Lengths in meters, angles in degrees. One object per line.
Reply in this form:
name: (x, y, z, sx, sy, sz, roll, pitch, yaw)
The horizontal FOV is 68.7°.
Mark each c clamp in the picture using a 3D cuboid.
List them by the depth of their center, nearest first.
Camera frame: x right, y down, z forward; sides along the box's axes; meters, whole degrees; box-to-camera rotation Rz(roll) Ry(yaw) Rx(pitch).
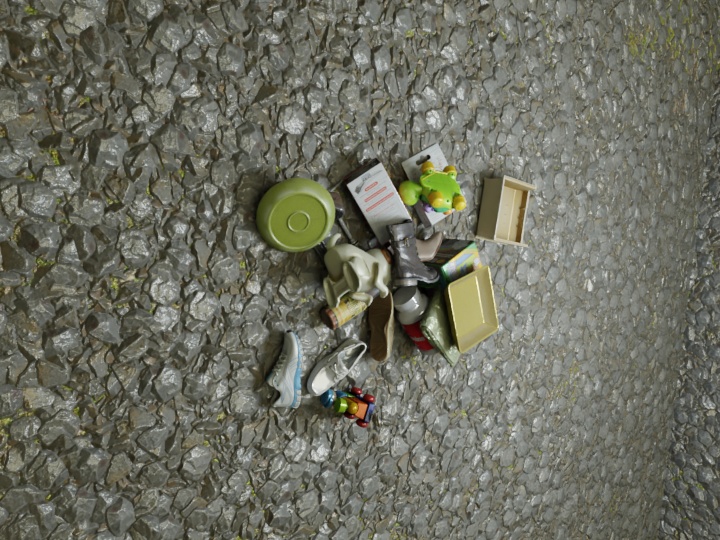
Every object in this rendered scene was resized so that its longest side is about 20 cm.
c clamp: (-0.064, -0.112, 1.403, 0.170, 0.027, 0.203, -37, 115, -26)

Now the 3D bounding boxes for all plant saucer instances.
plant saucer: (-0.153, -0.124, 1.279, 0.195, 0.031, 0.204, -10, 125, -14)
plant saucer: (0.312, 0.107, 1.516, 0.197, 0.048, 0.205, -21, 104, -38)

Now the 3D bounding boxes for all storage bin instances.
storage bin: (0.488, -0.190, 1.740, 0.195, 0.093, 0.205, 8, 91, -35)

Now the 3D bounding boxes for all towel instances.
towel: (0.248, 0.166, 1.517, 0.201, 0.036, 0.150, 49, 55, -30)

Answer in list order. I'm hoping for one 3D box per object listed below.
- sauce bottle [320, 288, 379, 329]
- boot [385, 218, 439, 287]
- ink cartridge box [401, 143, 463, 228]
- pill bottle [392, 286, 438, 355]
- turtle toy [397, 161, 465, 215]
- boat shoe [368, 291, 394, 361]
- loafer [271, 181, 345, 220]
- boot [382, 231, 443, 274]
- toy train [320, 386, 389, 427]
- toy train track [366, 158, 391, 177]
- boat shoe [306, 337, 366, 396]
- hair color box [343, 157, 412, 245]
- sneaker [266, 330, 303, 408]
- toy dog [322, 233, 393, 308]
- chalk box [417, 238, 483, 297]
sauce bottle: (-0.016, 0.086, 1.438, 0.198, 0.065, 0.067, -34, 113, -27)
boot: (0.145, -0.051, 1.425, 0.198, 0.068, 0.179, -7, 92, -51)
ink cartridge box: (0.214, -0.254, 1.582, 0.161, 0.057, 0.203, -31, 92, -27)
pill bottle: (0.175, 0.143, 1.550, 0.112, 0.111, 0.201, -46, 118, -21)
turtle toy: (0.199, -0.221, 1.486, 0.195, 0.101, 0.149, 5, 57, -23)
boat shoe: (0.062, 0.155, 1.508, 0.064, 0.070, 0.206, 22, 72, -69)
loafer: (-0.132, -0.184, 1.325, 0.196, 0.073, 0.073, 15, 57, -27)
boot: (0.142, -0.071, 1.521, 0.145, 0.070, 0.202, 37, 65, -12)
toy train: (-0.018, 0.364, 1.391, 0.114, 0.199, 0.087, 20, 85, -29)
toy train track: (0.061, -0.211, 1.475, 0.113, 0.032, 0.204, -29, 112, -29)
boat shoe: (-0.062, 0.257, 1.419, 0.200, 0.069, 0.071, -45, 107, -24)
hair color box: (0.050, -0.186, 1.429, 0.109, 0.064, 0.202, -31, 117, 2)
sneaker: (-0.194, 0.254, 1.332, 0.085, 0.075, 0.206, -1, 96, -29)
toy dog: (0.000, 0.000, 1.385, 0.197, 0.140, 0.197, -5, 58, -45)
chalk box: (0.257, 0.009, 1.585, 0.198, 0.123, 0.126, -35, 114, -25)
